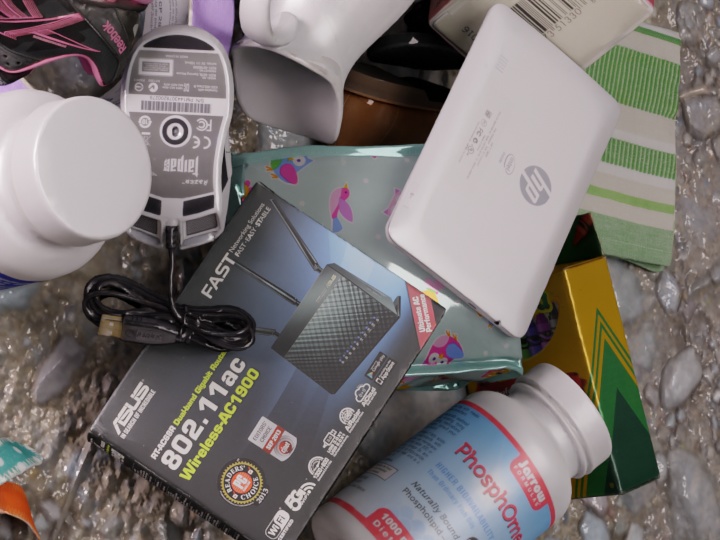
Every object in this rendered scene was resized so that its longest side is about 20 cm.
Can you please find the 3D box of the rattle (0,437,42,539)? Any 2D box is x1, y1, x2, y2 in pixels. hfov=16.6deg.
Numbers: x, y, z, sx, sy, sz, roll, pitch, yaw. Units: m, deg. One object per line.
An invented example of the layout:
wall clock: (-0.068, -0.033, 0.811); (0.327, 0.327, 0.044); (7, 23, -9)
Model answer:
rattle: (-0.238, 0.108, 1.447); (0.200, 0.143, 0.131); (26, 47, -30)

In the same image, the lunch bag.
lunch bag: (0.000, 0.000, 1.688); (0.199, 0.122, 0.171); (-1, 84, -24)

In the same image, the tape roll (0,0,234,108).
tape roll: (-0.181, -0.167, 1.559); (0.199, 0.066, 0.201); (-2, 94, -32)

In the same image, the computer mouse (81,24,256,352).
computer mouse: (-0.113, -0.052, 1.538); (0.109, 0.044, 0.201); (4, 89, -1)

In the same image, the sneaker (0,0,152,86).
sneaker: (-0.218, -0.156, 1.465); (0.199, 0.079, 0.096); (9, 110, -27)

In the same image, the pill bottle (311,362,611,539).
pill bottle: (0.073, 0.154, 1.699); (0.200, 0.109, 0.109); (-36, 108, -17)

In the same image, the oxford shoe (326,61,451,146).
oxford shoe: (0.048, -0.101, 1.805); (0.199, 0.071, 0.072); (9, 104, -42)

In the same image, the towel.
towel: (0.198, -0.108, 1.962); (0.152, 0.023, 0.201); (12, 76, -40)

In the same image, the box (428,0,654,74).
box: (0.133, -0.236, 1.782); (0.109, 0.128, 0.200); (37, 33, -22)

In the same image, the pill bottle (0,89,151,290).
pill bottle: (-0.213, -0.045, 1.449); (0.112, 0.200, 0.113); (9, 77, -41)

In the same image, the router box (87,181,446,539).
router box: (-0.059, 0.066, 1.581); (0.150, 0.062, 0.200); (33, 80, 2)

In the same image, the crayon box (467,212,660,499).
crayon box: (0.135, 0.067, 1.801); (0.051, 0.127, 0.201); (-17, 93, -43)

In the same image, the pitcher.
pitcher: (-0.021, -0.210, 1.633); (0.172, 0.121, 0.201); (72, 39, -66)

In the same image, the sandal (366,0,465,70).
sandal: (0.071, -0.176, 1.825); (0.200, 0.075, 0.048); (-5, 88, -52)

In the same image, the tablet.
tablet: (0.101, -0.069, 1.677); (0.130, 0.014, 0.201); (38, 63, -24)
